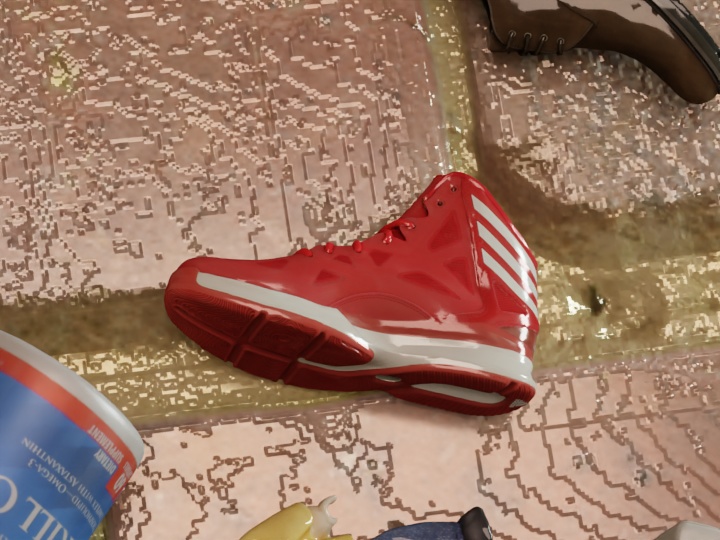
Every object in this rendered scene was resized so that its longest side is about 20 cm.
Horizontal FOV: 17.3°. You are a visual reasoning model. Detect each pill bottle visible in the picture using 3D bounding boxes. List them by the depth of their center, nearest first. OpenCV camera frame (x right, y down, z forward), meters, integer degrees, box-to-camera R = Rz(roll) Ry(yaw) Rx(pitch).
[{"bbox_3d":[-0.201,0.135,1.128,0.112,0.112,0.200,33,72,2],"label":"pill bottle"}]

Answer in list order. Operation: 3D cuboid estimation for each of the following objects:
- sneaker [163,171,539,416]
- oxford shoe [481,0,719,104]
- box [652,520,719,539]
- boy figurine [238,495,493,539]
[{"bbox_3d":[0.000,0.000,1.229,0.199,0.078,0.116,17,63,-16],"label":"sneaker"},{"bbox_3d":[0.111,-0.142,1.288,0.200,0.073,0.085,34,88,4],"label":"oxford shoe"},{"bbox_3d":[0.210,0.216,1.121,0.198,0.200,0.131,11,72,-6],"label":"box"},{"bbox_3d":[-0.026,0.178,1.168,0.199,0.064,0.125,-13,77,-11],"label":"boy figurine"}]
